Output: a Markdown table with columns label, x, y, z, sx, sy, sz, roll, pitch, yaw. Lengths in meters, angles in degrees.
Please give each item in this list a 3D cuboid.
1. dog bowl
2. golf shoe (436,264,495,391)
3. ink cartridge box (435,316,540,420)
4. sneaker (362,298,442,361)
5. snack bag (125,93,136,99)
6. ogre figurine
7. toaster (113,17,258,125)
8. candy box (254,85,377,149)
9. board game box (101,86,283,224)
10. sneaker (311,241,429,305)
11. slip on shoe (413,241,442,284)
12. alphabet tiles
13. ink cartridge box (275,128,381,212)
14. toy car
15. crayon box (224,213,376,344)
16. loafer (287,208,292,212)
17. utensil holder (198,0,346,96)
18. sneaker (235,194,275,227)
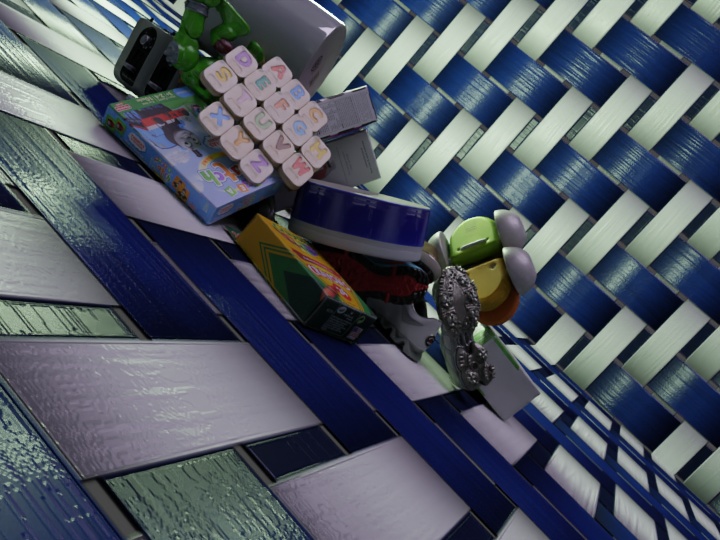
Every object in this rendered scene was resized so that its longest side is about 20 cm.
| label | x | y | z | sx | sy | sz | roll | pitch | yaw |
| --- | --- | --- | --- | --- | --- | --- | --- | --- | --- |
| dog bowl | -0.001 | -0.075 | 1.183 | 0.199 | 0.079 | 0.200 | 13 | 7 | -2 |
| golf shoe | 0.148 | 0.095 | 1.306 | 0.078 | 0.201 | 0.097 | -6 | -7 | -24 |
| ink cartridge box | 0.220 | 0.152 | 1.455 | 0.146 | 0.084 | 0.200 | 50 | 6 | -20 |
| sneaker | 0.059 | 0.050 | 1.309 | 0.200 | 0.089 | 0.074 | 46 | 11 | 33 |
| snack bag | -0.264 | -0.190 | 1.286 | 0.200 | 0.021 | 0.188 | 48 | 11 | 36 |
| ogre figurine | -0.202 | -0.300 | 1.160 | 0.098 | 0.120 | 0.200 | 36 | -13 | 25 |
| toaster | -0.278 | -0.296 | 1.321 | 0.181 | 0.119 | 0.200 | 38 | 5 | 35 |
| candy box | -0.093 | -0.219 | 1.252 | 0.136 | 0.199 | 0.061 | -4 | -74 | 60 |
| board game box | -0.218 | -0.158 | 1.080 | 0.200 | 0.037 | 0.151 | 44 | 36 | 8 |
| sneaker | 0.000 | 0.000 | 1.232 | 0.199 | 0.080 | 0.096 | 17 | 14 | -20 |
| slip on shoe | 0.099 | -0.020 | 1.324 | 0.076 | 0.061 | 0.200 | 44 | -7 | -1 |
| alphabet tiles | -0.127 | -0.210 | 1.113 | 0.200 | 0.015 | 0.196 | 50 | 46 | -10 |
| ink cartridge box | -0.075 | -0.161 | 1.336 | 0.145 | 0.199 | 0.084 | -104 | 177 | -81 |
| toy car | 0.217 | 0.005 | 1.406 | 0.150 | 0.174 | 0.201 | 49 | 27 | -45 |
| crayon box | -0.079 | 0.001 | 1.054 | 0.200 | 0.051 | 0.127 | 47 | 10 | 32 |
| loafer | -0.098 | -0.118 | 1.525 | 0.199 | 0.073 | 0.072 | 32 | 16 | -2 |
| utensil holder | -0.145 | -0.379 | 1.296 | 0.200 | 0.170 | 0.170 | 34 | 8 | 4 |
| sneaker | -0.190 | -0.127 | 1.160 | 0.082 | 0.073 | 0.200 | -3 | 50 | -45 |
